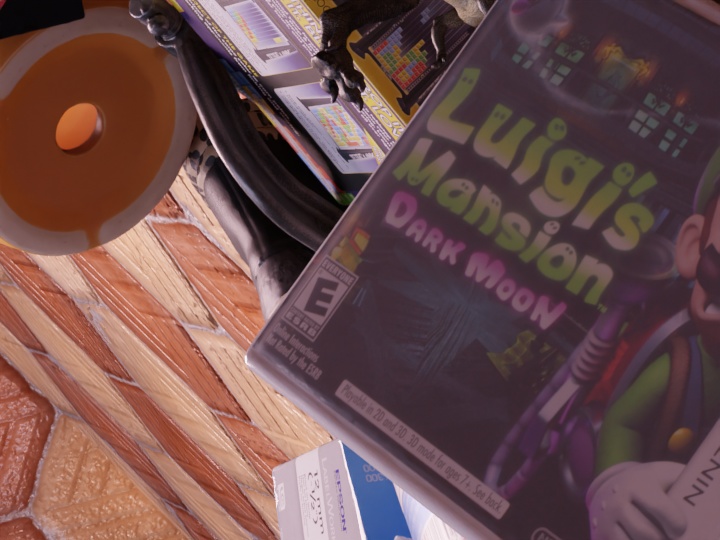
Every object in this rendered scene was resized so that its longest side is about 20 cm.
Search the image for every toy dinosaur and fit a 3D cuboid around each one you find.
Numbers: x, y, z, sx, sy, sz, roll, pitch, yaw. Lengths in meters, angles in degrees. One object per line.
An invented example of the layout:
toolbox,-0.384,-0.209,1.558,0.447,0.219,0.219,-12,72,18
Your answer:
toy dinosaur,0.004,-0.115,0.965,0.200,0.088,0.047,47,159,-7

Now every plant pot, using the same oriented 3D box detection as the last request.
plant pot,-0.178,-0.100,1.358,0.183,0.200,0.201,37,165,45

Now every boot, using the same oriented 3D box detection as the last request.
boot,0.000,0.000,1.376,0.199,0.073,0.151,19,-148,-49

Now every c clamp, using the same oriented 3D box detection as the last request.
c clamp,-0.035,-0.066,1.269,0.200,0.027,0.171,37,-160,-45

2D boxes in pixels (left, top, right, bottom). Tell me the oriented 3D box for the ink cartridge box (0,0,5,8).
ink cartridge box,-0.150,-0.194,0.991,0.145,0.200,0.083,45,-147,6

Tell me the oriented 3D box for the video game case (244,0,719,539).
video game case,0.076,0.001,0.875,0.200,0.182,0.023,35,179,43

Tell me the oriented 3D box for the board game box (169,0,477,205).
board game box,-0.027,-0.118,1.144,0.200,0.057,0.165,50,166,-14

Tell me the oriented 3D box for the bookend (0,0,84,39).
bookend,-0.191,-0.222,1.184,0.199,0.091,0.201,-113,11,-58

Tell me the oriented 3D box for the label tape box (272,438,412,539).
label tape box,0.052,0.103,1.307,0.200,0.142,0.067,142,122,-71

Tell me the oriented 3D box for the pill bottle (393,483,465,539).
pill bottle,0.062,0.057,1.158,0.112,0.112,0.201,59,-171,-47
